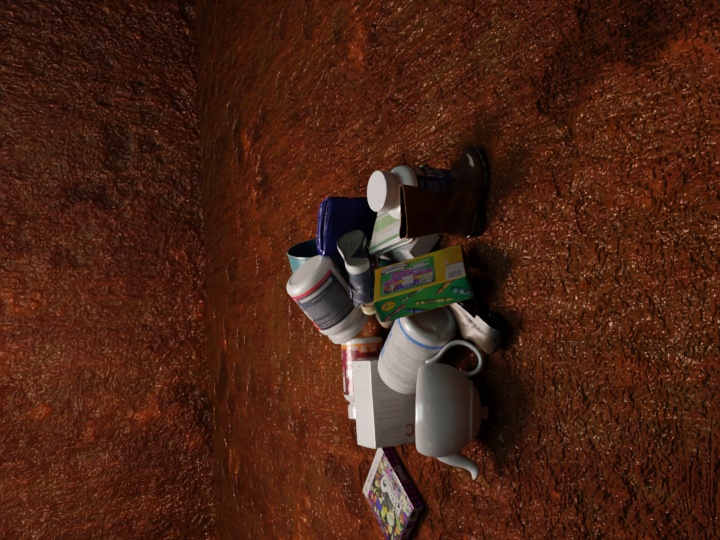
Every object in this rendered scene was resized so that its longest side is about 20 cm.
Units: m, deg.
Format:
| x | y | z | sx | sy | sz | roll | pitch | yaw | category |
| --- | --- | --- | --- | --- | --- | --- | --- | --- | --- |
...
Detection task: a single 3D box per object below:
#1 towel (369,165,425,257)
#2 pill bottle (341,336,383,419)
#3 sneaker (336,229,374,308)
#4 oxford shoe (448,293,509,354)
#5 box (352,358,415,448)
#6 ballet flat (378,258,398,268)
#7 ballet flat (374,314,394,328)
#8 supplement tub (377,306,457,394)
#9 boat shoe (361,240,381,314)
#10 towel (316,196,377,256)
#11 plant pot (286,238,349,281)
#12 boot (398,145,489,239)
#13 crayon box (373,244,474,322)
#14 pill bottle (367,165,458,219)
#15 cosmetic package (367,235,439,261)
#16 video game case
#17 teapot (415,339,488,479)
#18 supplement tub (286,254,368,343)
| x | y | z | sx | sy | sz | roll | pitch | yaw | category |
| --- | --- | --- | --- | --- | --- | --- | --- | --- | --- |
| 0.091 | -0.137 | 1.441 | 0.148 | 0.030 | 0.203 | -23 | 45 | 47 | towel |
| 0.010 | 0.278 | 1.600 | 0.114 | 0.112 | 0.204 | -16 | 76 | 61 | pill bottle |
| -0.002 | 0.001 | 1.491 | 0.203 | 0.075 | 0.148 | -98 | -8 | -59 | sneaker |
| 0.216 | 0.097 | 1.253 | 0.201 | 0.071 | 0.086 | 53 | 137 | 48 | oxford shoe |
| 0.059 | 0.318 | 1.498 | 0.097 | 0.122 | 0.205 | -15 | 76 | 61 | box |
| 0.103 | 0.050 | 1.488 | 0.202 | 0.071 | 0.073 | 60 | 140 | 43 | ballet flat |
| 0.035 | 0.075 | 1.603 | 0.201 | 0.067 | 0.068 | -120 | 29 | -45 | ballet flat |
| 0.123 | 0.163 | 1.354 | 0.202 | 0.130 | 0.133 | 111 | 145 | -42 | supplement tub |
| 0.019 | 0.015 | 1.559 | 0.073 | 0.067 | 0.203 | -14 | 52 | 18 | boat shoe |
| -0.031 | -0.119 | 1.578 | 0.049 | 0.198 | 0.151 | 23 | 111 | 40 | towel |
| -0.094 | 0.022 | 1.731 | 0.199 | 0.197 | 0.192 | 22 | 125 | 59 | plant pot |
| 0.157 | -0.158 | 1.224 | 0.068 | 0.197 | 0.192 | 20 | 108 | 60 | boot |
| 0.127 | 0.026 | 1.263 | 0.120 | 0.196 | 0.059 | -85 | -26 | -57 | crayon box |
| 0.118 | -0.163 | 1.298 | 0.110 | 0.197 | 0.114 | 3 | 93 | 61 | pill bottle |
| 0.097 | -0.068 | 1.457 | 0.083 | 0.051 | 0.199 | -55 | 26 | -12 | cosmetic package |
| 0.078 | 0.577 | 1.559 | 0.201 | 0.035 | 0.184 | 55 | 138 | 46 | video game case |
| 0.187 | 0.279 | 1.246 | 0.199 | 0.143 | 0.203 | -78 | -15 | -52 | teapot |
| -0.082 | 0.074 | 1.579 | 0.201 | 0.140 | 0.140 | 52 | 159 | -20 | supplement tub |
